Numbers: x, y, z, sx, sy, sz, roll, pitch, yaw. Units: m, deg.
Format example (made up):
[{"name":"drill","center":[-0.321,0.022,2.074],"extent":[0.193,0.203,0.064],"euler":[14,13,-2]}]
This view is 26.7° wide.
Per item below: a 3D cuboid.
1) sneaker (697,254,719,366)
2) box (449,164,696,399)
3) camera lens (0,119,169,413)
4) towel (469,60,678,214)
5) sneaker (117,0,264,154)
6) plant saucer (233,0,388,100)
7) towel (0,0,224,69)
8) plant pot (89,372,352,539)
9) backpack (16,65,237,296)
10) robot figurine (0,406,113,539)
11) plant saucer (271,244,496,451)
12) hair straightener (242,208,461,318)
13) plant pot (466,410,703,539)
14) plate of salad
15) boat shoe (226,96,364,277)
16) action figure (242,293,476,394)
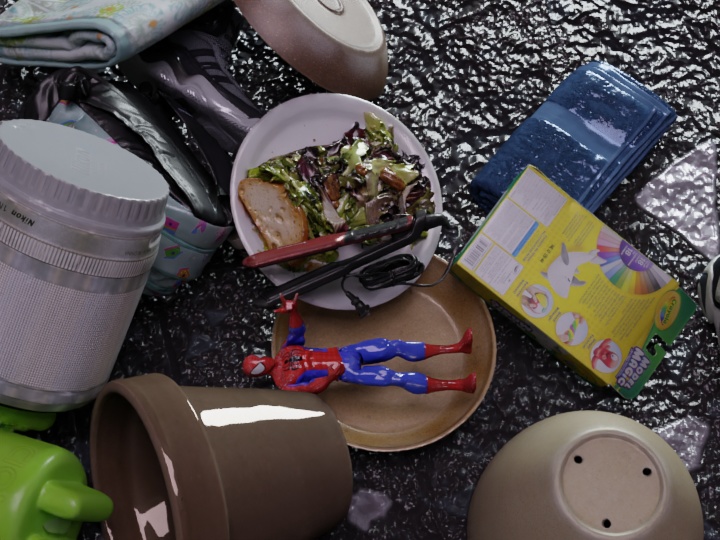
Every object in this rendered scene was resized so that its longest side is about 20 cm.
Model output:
[{"name":"sneaker","center":[0.361,0.056,1.317],"extent":[0.079,0.130,0.201],"euler":[-8,64,-5]},{"name":"box","center":[0.191,0.014,1.347],"extent":[0.200,0.048,0.118],"euler":[38,78,0]},{"name":"camera lens","center":[-0.254,0.000,1.217],"extent":[0.159,0.160,0.201],"euler":[27,107,11]},{"name":"towel","center":[0.201,-0.113,1.441],"extent":[0.111,0.049,0.200],"euler":[37,68,16]},{"name":"sneaker","center":[-0.134,-0.195,1.450],"extent":[0.199,0.076,0.114],"euler":[34,69,17]},{"name":"plant saucer","center":[-0.042,-0.247,1.433],"extent":[0.200,0.037,0.201],"euler":[34,31,-24]},{"name":"towel","center":[-0.237,-0.245,1.418],"extent":[0.199,0.048,0.171],"euler":[9,38,38]},{"name":"plant pot","center":[-0.105,0.173,1.224],"extent":[0.173,0.201,0.201],"euler":[-9,62,-28]},{"name":"backpack","center":[-0.200,-0.077,1.351],"extent":[0.200,0.167,0.127],"euler":[47,112,17]},{"name":"robot figurine","center":[-0.301,0.185,1.221],"extent":[0.198,0.116,0.177],"euler":[13,86,19]},{"name":"plant saucer","center":[0.020,0.072,1.347],"extent":[0.198,0.036,0.202],"euler":[1,63,-1]},{"name":"hair straightener","center":[0.000,0.000,1.312],"extent":[0.199,0.041,0.078],"euler":[-17,101,-19]},{"name":"plant pot","center":[0.193,0.196,1.238],"extent":[0.198,0.135,0.202],"euler":[1,64,-3]},{"name":"plate of salad","center":[-0.017,-0.065,1.343],"extent":[0.198,0.048,0.202],"euler":[5,73,-17]},{"name":"boat shoe","center":[-0.047,-0.081,1.407],"extent":[0.060,0.072,0.201],"euler":[50,59,-27]},{"name":"action figure","center":[-0.002,0.068,1.278],"extent":[0.198,0.099,0.066],"euler":[-3,62,-1]}]
